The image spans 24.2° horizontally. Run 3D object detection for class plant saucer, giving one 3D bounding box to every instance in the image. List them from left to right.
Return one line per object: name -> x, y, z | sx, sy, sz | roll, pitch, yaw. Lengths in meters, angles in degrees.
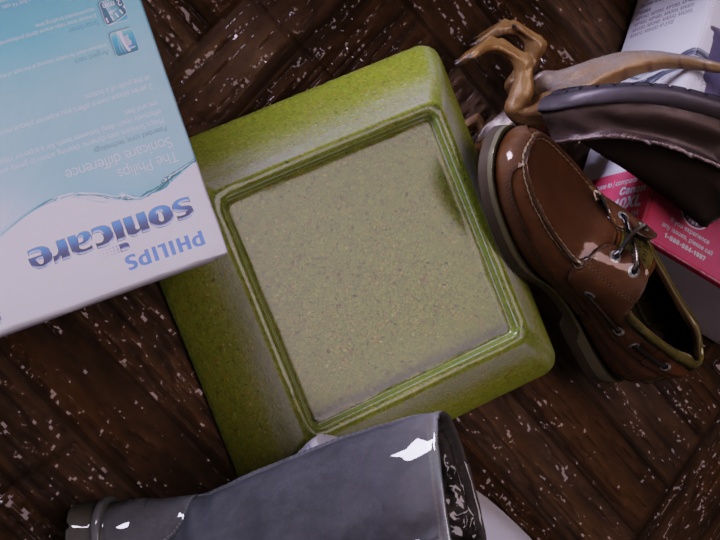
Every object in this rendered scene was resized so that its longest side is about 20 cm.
plant saucer -> 0.000, 0.000, 0.898 | 0.200, 0.048, 0.200 | -24, 96, -20

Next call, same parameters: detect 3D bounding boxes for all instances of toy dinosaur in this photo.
toy dinosaur -> 0.111, -0.100, 0.982 | 0.200, 0.060, 0.106 | -37, 99, 1

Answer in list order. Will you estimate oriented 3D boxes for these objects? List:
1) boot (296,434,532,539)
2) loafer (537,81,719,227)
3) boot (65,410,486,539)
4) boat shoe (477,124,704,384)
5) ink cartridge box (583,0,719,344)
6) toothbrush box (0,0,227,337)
boot -> 0.015, 0.155, 0.905 | 0.200, 0.073, 0.090 | 29, 106, -41
loafer -> 0.193, -0.059, 0.927 | 0.199, 0.073, 0.071 | 10, 93, -7
boot -> -0.034, 0.171, 0.798 | 0.199, 0.073, 0.182 | -10, 90, 10
boat shoe -> 0.133, -0.011, 0.926 | 0.200, 0.068, 0.072 | 50, 52, -41
ink cartridge box -> 0.227, -0.075, 1.040 | 0.145, 0.084, 0.201 | 28, 71, -24
toothbrush box -> -0.168, -0.075, 0.792 | 0.146, 0.085, 0.201 | -21, 93, -18
